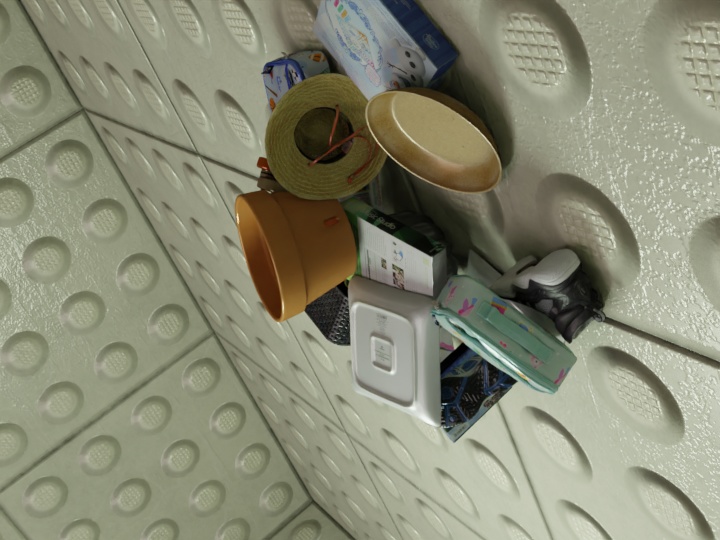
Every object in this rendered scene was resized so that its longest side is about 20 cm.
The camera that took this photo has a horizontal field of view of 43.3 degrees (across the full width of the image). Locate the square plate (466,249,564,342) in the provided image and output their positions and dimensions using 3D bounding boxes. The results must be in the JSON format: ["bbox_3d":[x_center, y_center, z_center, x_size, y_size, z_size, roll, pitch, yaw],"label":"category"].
[{"bbox_3d":[0.226,0.087,1.418,0.200,0.028,0.199,44,159,25],"label":"square plate"}]

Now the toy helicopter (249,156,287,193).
[{"bbox_3d":[-0.099,-0.126,1.527,0.131,0.080,0.200,17,-178,13],"label":"toy helicopter"}]

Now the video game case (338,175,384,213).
[{"bbox_3d":[-0.018,-0.145,1.490,0.200,0.023,0.184,180,82,-67],"label":"video game case"}]

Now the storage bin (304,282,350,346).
[{"bbox_3d":[-0.029,0.041,1.628,0.200,0.134,0.094,46,124,45],"label":"storage bin"}]

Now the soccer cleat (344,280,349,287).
[{"bbox_3d":[-0.001,0.000,1.562,0.064,0.085,0.199,-6,167,35],"label":"soccer cleat"}]

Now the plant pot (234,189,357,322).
[{"bbox_3d":[-0.095,-0.039,1.393,0.201,0.139,0.201,56,158,37],"label":"plant pot"}]

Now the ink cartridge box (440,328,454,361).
[{"bbox_3d":[0.118,0.156,1.600,0.116,0.067,0.202,140,122,-70],"label":"ink cartridge box"}]

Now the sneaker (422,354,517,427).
[{"bbox_3d":[0.172,0.174,1.378,0.076,0.199,0.077,60,-160,1],"label":"sneaker"}]

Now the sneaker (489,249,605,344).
[{"bbox_3d":[0.250,0.041,1.213,0.114,0.075,0.200,53,162,-5],"label":"sneaker"}]

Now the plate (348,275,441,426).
[{"bbox_3d":[0.043,0.123,1.388,0.199,0.032,0.202,17,114,48],"label":"plate"}]

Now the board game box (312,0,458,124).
[{"bbox_3d":[0.025,-0.302,1.198,0.201,0.043,0.199,52,160,5],"label":"board game box"}]

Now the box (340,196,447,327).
[{"bbox_3d":[0.049,-0.011,1.373,0.199,0.036,0.145,30,140,36],"label":"box"}]

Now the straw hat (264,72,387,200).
[{"bbox_3d":[-0.060,-0.205,1.349,0.085,0.200,0.202,47,164,56],"label":"straw hat"}]

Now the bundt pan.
[{"bbox_3d":[0.092,-0.007,1.459,0.202,0.075,0.203,48,151,38],"label":"bundt pan"}]

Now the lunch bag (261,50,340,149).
[{"bbox_3d":[-0.087,-0.254,1.452,0.160,0.075,0.202,21,130,61],"label":"lunch bag"}]

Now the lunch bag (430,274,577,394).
[{"bbox_3d":[0.188,0.086,1.230,0.199,0.077,0.160,35,179,-5],"label":"lunch bag"}]

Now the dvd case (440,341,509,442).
[{"bbox_3d":[0.171,0.193,1.486,0.018,0.143,0.200,43,172,39],"label":"dvd case"}]

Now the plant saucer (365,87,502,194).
[{"bbox_3d":[0.100,-0.176,1.180,0.199,0.036,0.201,28,161,10],"label":"plant saucer"}]
